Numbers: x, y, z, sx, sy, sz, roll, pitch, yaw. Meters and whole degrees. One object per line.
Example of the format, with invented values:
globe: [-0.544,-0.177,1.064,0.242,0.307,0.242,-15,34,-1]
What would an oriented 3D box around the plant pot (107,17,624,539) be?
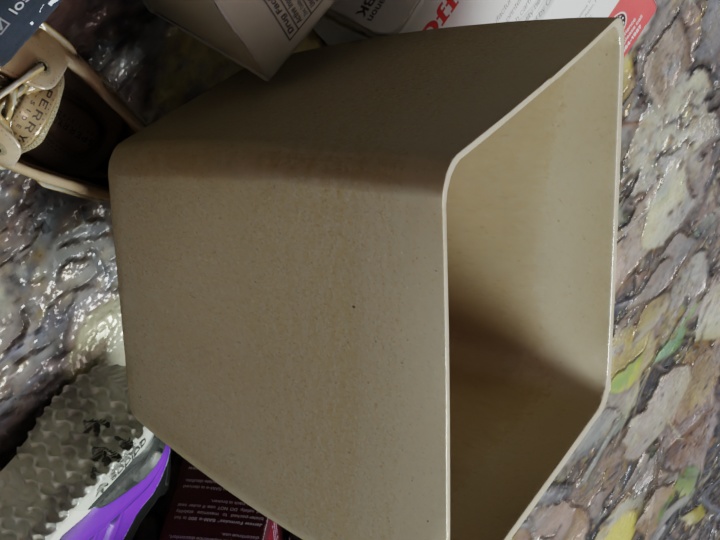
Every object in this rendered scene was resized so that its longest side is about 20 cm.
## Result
plant pot: [0.000,0.000,0.765,0.200,0.176,0.201,-41,135,-53]

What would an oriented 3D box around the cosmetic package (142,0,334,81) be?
cosmetic package: [-0.025,-0.200,0.751,0.200,0.087,0.103,-51,148,-11]

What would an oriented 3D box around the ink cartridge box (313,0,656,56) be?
ink cartridge box: [0.064,-0.147,0.914,0.147,0.083,0.200,-55,147,-4]

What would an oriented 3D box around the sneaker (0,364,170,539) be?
sneaker: [-0.168,0.147,0.870,0.200,0.069,0.100,-42,146,-22]

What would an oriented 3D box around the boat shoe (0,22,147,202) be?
boat shoe: [-0.149,-0.080,0.709,0.072,0.064,0.200,-59,147,3]

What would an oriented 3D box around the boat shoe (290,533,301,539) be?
boat shoe: [0.000,0.125,1.012,0.202,0.073,0.063,-65,157,-65]

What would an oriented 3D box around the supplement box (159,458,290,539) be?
supplement box: [-0.078,0.184,0.929,0.201,0.060,0.109,-79,171,-50]

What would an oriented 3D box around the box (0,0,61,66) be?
box: [-0.137,-0.201,0.533,0.200,0.124,0.196,-45,150,11]
